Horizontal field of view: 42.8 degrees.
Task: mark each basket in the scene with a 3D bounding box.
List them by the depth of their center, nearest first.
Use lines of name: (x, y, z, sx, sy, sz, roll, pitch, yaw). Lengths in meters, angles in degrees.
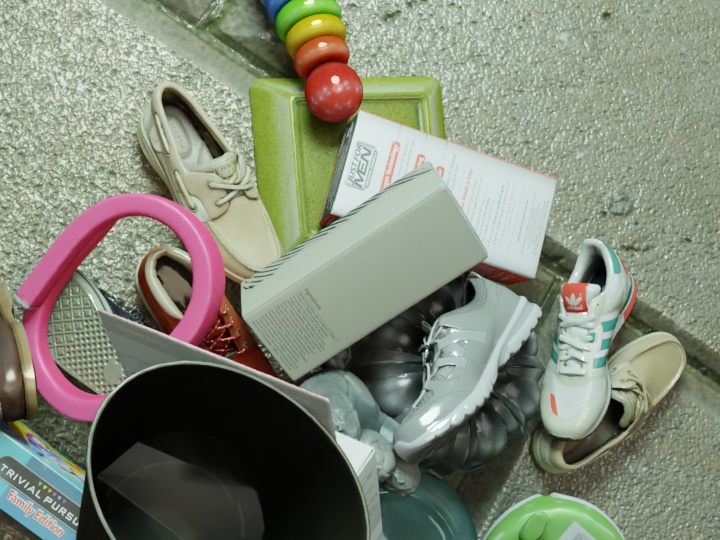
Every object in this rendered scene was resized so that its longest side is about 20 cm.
basket: (-0.111, 0.165, 0.601, 0.180, 0.200, 0.136, 36, 56, -7)

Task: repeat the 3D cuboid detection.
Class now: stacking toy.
stacking toy: (-0.047, -0.230, 0.856, 0.085, 0.085, 0.201, -14, 71, -15)

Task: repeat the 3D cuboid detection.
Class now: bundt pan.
bundt pan: (0.087, 0.092, 0.865, 0.200, 0.076, 0.204, 4, 76, -16)

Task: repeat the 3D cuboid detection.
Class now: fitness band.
fitness band: (-0.199, 0.030, 0.750, 0.144, 0.037, 0.200, 43, 101, 11)

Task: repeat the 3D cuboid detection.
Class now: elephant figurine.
elephant figurine: (-0.057, 0.191, 0.784, 0.141, 0.155, 0.200, 43, 103, -8)

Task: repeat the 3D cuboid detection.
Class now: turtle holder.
turtle holder: (0.168, 0.293, 0.833, 0.140, 0.132, 0.187, 11, 91, 9)

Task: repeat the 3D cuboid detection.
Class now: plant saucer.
plant saucer: (0.023, 0.275, 0.855, 0.198, 0.036, 0.202, 2, 83, -14)
plant saucer: (0.000, -0.098, 0.892, 0.198, 0.048, 0.202, -4, 83, -14)

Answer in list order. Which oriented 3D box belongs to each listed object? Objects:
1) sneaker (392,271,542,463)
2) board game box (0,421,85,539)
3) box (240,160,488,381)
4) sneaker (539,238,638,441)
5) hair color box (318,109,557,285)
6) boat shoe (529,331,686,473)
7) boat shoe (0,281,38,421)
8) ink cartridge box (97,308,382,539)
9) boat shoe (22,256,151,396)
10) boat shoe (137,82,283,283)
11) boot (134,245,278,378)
sneaker: (0.075, 0.081, 0.784, 0.082, 0.075, 0.200, 37, 50, 7)
board game box: (-0.244, 0.181, 0.742, 0.200, 0.151, 0.047, 38, 76, -7)
box: (0.000, 0.000, 0.776, 0.199, 0.068, 0.082, -32, 115, 6)
sneaker: (0.208, 0.060, 0.882, 0.093, 0.070, 0.201, 49, 56, -42)
hair color box: (0.072, -0.064, 0.849, 0.199, 0.061, 0.102, 18, 80, -12)
boat shoe: (0.259, 0.133, 0.916, 0.199, 0.065, 0.072, -35, 92, -15)
boat shoe: (-0.301, 0.065, 0.726, 0.070, 0.200, 0.071, -5, 109, -29)
ink cartridge box: (-0.083, 0.110, 0.661, 0.199, 0.177, 0.045, 18, 44, 27)
boat shoe: (-0.219, 0.066, 0.805, 0.200, 0.062, 0.075, 42, 101, 10)
boat shoe: (-0.131, -0.077, 0.824, 0.072, 0.065, 0.201, -28, 81, -31)
boot: (-0.130, 0.064, 0.810, 0.075, 0.107, 0.201, -37, 94, -17)
